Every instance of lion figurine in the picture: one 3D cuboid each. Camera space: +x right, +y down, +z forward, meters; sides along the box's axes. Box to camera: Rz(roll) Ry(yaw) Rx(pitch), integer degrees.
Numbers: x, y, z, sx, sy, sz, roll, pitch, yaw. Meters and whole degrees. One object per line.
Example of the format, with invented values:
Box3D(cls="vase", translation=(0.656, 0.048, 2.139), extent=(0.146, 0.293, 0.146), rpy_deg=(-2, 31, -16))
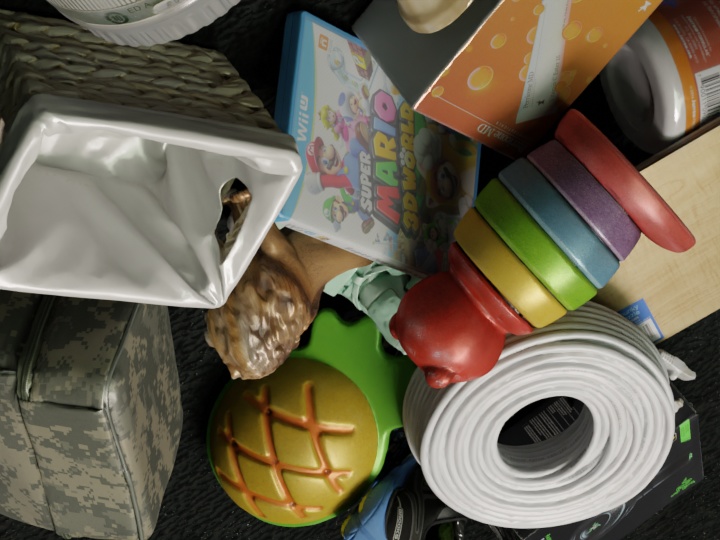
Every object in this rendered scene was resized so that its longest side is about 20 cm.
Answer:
Box3D(cls="lion figurine", translation=(-0.032, -0.017, 1.375), extent=(0.199, 0.072, 0.123), rpy_deg=(-30, 100, -27))

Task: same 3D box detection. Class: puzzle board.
Box3D(cls="puzzle board", translation=(0.208, -0.011, 1.471), extent=(0.199, 0.017, 0.151), rpy_deg=(-30, 126, 7))

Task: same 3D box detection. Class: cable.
Box3D(cls="cable", translation=(0.134, 0.109, 1.481), extent=(0.200, 0.069, 0.200), rpy_deg=(-40, 124, 19))

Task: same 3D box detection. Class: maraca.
Box3D(cls="maraca", translation=(-0.036, 0.116, 1.537), extent=(0.200, 0.137, 0.107), rpy_deg=(-44, -176, 24))

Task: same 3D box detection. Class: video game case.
Box3D(cls="video game case", translation=(0.014, -0.079, 1.377), extent=(0.018, 0.144, 0.199), rpy_deg=(-6, 162, 41))

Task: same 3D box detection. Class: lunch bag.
Box3D(cls="lunch bag", translation=(-0.219, 0.079, 1.361), extent=(0.167, 0.140, 0.201), rpy_deg=(4, 139, 8))

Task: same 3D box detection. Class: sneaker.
Box3D(cls="sneaker", translation=(0.049, 0.194, 1.596), extent=(0.071, 0.083, 0.200), rpy_deg=(-48, 174, 23))
Box3D(cls="sneaker", translation=(0.000, 0.000, 1.447), extent=(0.200, 0.118, 0.074), rpy_deg=(16, 122, -42))

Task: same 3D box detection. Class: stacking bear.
Box3D(cls="stacking bear", translation=(0.109, -0.004, 1.365), extent=(0.200, 0.122, 0.114), rpy_deg=(-43, 145, 5))

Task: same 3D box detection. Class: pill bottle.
Box3D(cls="pill bottle", translation=(0.284, -0.167, 1.475), extent=(0.199, 0.112, 0.113), rpy_deg=(-20, 139, -16))

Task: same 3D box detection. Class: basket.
Box3D(cls="basket", translation=(-0.161, -0.070, 1.261), extent=(0.199, 0.124, 0.136), rpy_deg=(7, 127, -38))

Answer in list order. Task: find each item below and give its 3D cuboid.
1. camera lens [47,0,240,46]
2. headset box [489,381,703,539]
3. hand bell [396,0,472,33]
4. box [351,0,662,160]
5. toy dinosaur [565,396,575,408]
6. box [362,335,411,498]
Box3D(cls="camera lens", translation=(-0.146, -0.236, 1.071), extent=(0.160, 0.160, 0.200), rpy_deg=(-36, 141, 3))
Box3D(cls="headset box", translation=(0.205, 0.171, 1.750), extent=(0.200, 0.093, 0.174), rpy_deg=(-35, 153, -7))
Box3D(cls="hand bell", translation=(-0.020, -0.232, 1.240), extent=(0.199, 0.104, 0.104), rpy_deg=(21, 118, -31))
Box3D(cls="box", translation=(0.113, -0.191, 1.344), extent=(0.124, 0.098, 0.200), rpy_deg=(21, 117, -45))
Box3D(cls="toy dinosaur", translation=(0.144, 0.022, 1.574), extent=(0.200, 0.135, 0.103), rpy_deg=(-32, 147, -53))
Box3D(cls="box", translation=(0.049, 0.105, 1.645), extent=(0.158, 0.046, 0.200), rpy_deg=(7, 127, -39))
